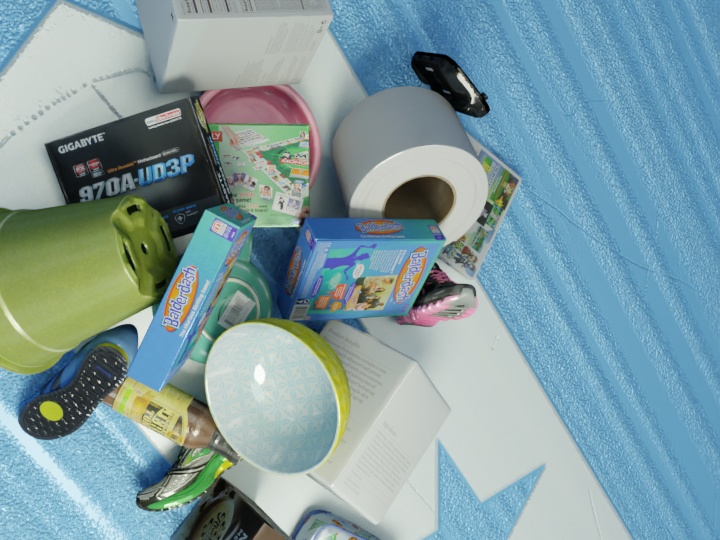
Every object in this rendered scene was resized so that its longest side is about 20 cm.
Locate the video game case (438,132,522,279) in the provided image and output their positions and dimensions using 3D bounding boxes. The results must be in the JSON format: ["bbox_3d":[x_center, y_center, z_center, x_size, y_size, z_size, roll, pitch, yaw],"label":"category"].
[{"bbox_3d":[0.162,-0.116,1.263,0.182,0.022,0.201,33,77,-25],"label":"video game case"}]

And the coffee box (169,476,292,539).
[{"bbox_3d":[-0.168,0.367,1.018,0.080,0.199,0.113,44,73,-23],"label":"coffee box"}]

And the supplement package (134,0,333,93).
[{"bbox_3d":[-0.166,-0.337,0.978,0.198,0.152,0.152,-11,74,-26],"label":"supplement package"}]

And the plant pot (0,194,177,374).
[{"bbox_3d":[-0.319,-0.001,0.873,0.188,0.200,0.202,-15,103,16],"label":"plant pot"}]

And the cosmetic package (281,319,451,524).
[{"bbox_3d":[-0.008,0.210,1.082,0.201,0.167,0.167,-53,141,-15],"label":"cosmetic package"}]

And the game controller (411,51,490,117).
[{"bbox_3d":[0.130,-0.280,1.142,0.042,0.200,0.105,-34,111,0],"label":"game controller"}]

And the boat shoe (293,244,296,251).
[{"bbox_3d":[-0.005,-0.019,1.150,0.198,0.073,0.068,-8,97,-27],"label":"boat shoe"}]

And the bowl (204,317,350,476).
[{"bbox_3d":[-0.087,0.144,0.972,0.107,0.198,0.202,-28,109,-58],"label":"bowl"}]

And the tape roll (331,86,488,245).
[{"bbox_3d":[0.067,-0.138,1.090,0.200,0.140,0.204,-8,137,-8],"label":"tape roll"}]

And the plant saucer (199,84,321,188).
[{"bbox_3d":[-0.153,-0.172,1.076,0.199,0.051,0.203,-2,94,-27],"label":"plant saucer"}]

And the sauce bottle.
[{"bbox_3d":[-0.239,0.191,1.005,0.199,0.065,0.065,27,80,0],"label":"sauce bottle"}]

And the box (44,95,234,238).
[{"bbox_3d":[-0.273,-0.114,0.965,0.198,0.046,0.160,-15,103,8],"label":"box"}]

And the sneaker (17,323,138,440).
[{"bbox_3d":[-0.348,0.140,0.964,0.200,0.079,0.066,-40,109,19],"label":"sneaker"}]

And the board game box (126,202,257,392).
[{"bbox_3d":[-0.189,0.023,0.881,0.045,0.152,0.201,27,96,-4],"label":"board game box"}]

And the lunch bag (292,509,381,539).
[{"bbox_3d":[-0.039,0.467,1.165,0.199,0.075,0.161,34,80,-26],"label":"lunch bag"}]

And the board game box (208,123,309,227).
[{"bbox_3d":[-0.165,-0.125,1.008,0.198,0.029,0.136,0,103,-5],"label":"board game box"}]

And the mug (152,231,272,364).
[{"bbox_3d":[-0.197,0.034,1.029,0.151,0.114,0.187,-15,100,-26],"label":"mug"}]

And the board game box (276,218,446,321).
[{"bbox_3d":[0.000,0.000,1.046,0.198,0.045,0.153,-1,134,-29],"label":"board game box"}]

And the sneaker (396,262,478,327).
[{"bbox_3d":[0.111,0.030,1.154,0.078,0.200,0.096,11,76,-21],"label":"sneaker"}]

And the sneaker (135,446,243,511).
[{"bbox_3d":[-0.229,0.254,1.058,0.200,0.078,0.086,-38,103,-30],"label":"sneaker"}]
